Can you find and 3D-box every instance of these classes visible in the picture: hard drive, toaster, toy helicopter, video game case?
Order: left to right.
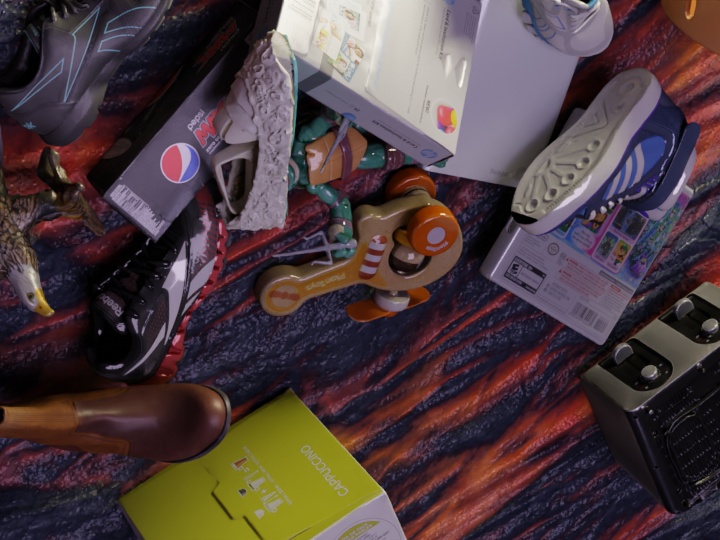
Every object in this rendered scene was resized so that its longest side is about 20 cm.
[{"bbox_3d":[0.000,0.000,1.689,0.198,0.079,0.133,-19,132,-9],"label":"toy helicopter"},{"bbox_3d":[0.136,-0.180,1.694,0.131,0.026,0.202,8,109,-33],"label":"hard drive"},{"bbox_3d":[0.224,-0.039,1.800,0.199,0.024,0.183,29,93,-43],"label":"video game case"},{"bbox_3d":[0.347,0.136,1.918,0.180,0.119,0.201,-35,126,-10],"label":"toaster"}]

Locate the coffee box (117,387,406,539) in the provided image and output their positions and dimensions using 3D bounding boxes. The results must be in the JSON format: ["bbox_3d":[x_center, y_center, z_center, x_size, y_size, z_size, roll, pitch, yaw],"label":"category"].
[{"bbox_3d":[-0.072,0.271,1.687,0.199,0.200,0.199,-32,125,-13],"label":"coffee box"}]

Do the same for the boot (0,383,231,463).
[{"bbox_3d":[-0.229,0.115,1.509,0.199,0.187,0.069,16,79,-57],"label":"boot"}]

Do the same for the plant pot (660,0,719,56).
[{"bbox_3d":[0.365,-0.280,1.690,0.198,0.201,0.141,4,129,-32],"label":"plant pot"}]

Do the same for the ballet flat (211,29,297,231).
[{"bbox_3d":[-0.086,-0.100,1.467,0.071,0.072,0.201,-19,142,-21],"label":"ballet flat"}]

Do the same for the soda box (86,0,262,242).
[{"bbox_3d":[-0.136,-0.125,1.528,0.063,0.071,0.200,41,90,-27],"label":"soda box"}]

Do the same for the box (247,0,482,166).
[{"bbox_3d":[0.008,-0.201,1.534,0.199,0.041,0.157,27,60,-31],"label":"box"}]

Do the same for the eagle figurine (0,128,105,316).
[{"bbox_3d":[-0.298,-0.005,1.444,0.199,0.151,0.152,-36,126,-8],"label":"eagle figurine"}]

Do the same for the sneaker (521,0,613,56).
[{"bbox_3d":[0.181,-0.238,1.608,0.075,0.087,0.200,-48,140,1],"label":"sneaker"}]

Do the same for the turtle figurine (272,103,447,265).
[{"bbox_3d":[-0.016,-0.101,1.598,0.199,0.100,0.151,-29,137,-30],"label":"turtle figurine"}]

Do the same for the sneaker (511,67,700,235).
[{"bbox_3d":[0.240,-0.075,1.721,0.200,0.080,0.147,-50,129,-15],"label":"sneaker"}]

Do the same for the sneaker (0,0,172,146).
[{"bbox_3d":[-0.214,-0.194,1.450,0.079,0.075,0.201,29,97,-35],"label":"sneaker"}]

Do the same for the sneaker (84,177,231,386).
[{"bbox_3d":[-0.177,0.012,1.567,0.098,0.071,0.202,6,112,-53],"label":"sneaker"}]
